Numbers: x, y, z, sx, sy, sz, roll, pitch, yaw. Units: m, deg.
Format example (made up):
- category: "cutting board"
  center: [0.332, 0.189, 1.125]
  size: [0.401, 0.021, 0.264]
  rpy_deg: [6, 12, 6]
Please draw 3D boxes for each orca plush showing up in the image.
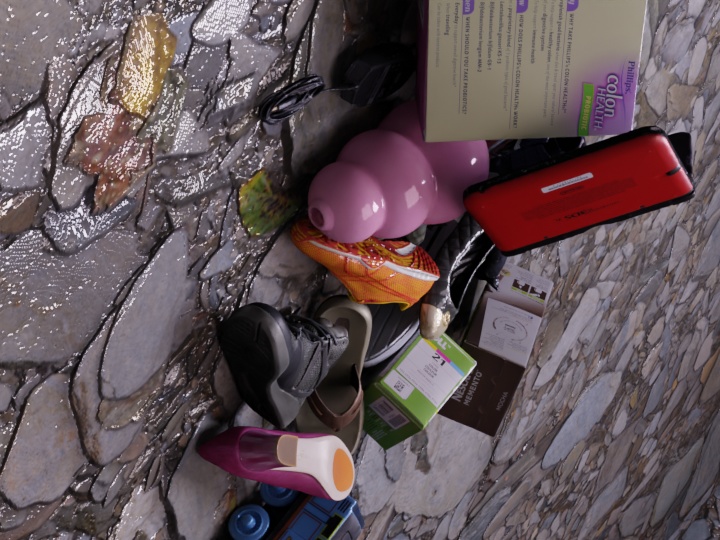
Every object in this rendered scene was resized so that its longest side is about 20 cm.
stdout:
- category: "orca plush"
  center: [0.147, -0.075, 1.793]
  size: [0.105, 0.071, 0.200]
  rpy_deg: [-97, -161, -46]

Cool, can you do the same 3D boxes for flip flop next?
- category: "flip flop"
  center: [-0.026, 0.121, 1.618]
  size: [0.058, 0.081, 0.201]
  rpy_deg: [-98, -164, -60]

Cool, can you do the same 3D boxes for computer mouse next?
- category: "computer mouse"
  center: [-0.023, -0.174, 1.411]
  size: [0.200, 0.034, 0.059]
  rpy_deg: [-22, 153, -45]

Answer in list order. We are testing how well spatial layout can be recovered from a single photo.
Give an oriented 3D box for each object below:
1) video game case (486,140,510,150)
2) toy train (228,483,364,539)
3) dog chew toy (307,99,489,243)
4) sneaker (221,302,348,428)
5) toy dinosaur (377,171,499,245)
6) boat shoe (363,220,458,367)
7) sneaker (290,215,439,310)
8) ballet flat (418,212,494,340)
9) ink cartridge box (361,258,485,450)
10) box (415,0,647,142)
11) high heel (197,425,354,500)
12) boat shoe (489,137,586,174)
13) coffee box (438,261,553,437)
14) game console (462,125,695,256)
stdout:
- category: "video game case"
  center: [0.159, -0.151, 1.633]
  size: [0.143, 0.017, 0.200]
  rpy_deg: [-33, 177, -42]
- category: "toy train"
  center: [-0.089, 0.305, 1.668]
  size: [0.200, 0.114, 0.087]
  rpy_deg: [-50, 151, -21]
- category: "dog chew toy"
  center: [0.031, -0.089, 1.491]
  size: [0.200, 0.124, 0.125]
  rpy_deg: [-27, 139, -35]
- category: "sneaker"
  center: [-0.072, 0.066, 1.508]
  size: [0.114, 0.076, 0.200]
  rpy_deg: [-51, 155, -21]
- category: "toy dinosaur"
  center: [0.057, -0.048, 1.626]
  size: [0.200, 0.048, 0.088]
  rpy_deg: [-34, 157, -4]
- category: "boat shoe"
  center: [0.052, 0.029, 1.691]
  size: [0.200, 0.072, 0.062]
  rpy_deg: [-54, 157, -16]
- category: "sneaker"
  center: [0.000, 0.000, 1.540]
  size: [0.200, 0.073, 0.077]
  rpy_deg: [23, 116, -44]
- category: "ballet flat"
  center: [0.116, -0.011, 1.649]
  size: [0.200, 0.057, 0.067]
  rpy_deg: [-61, 155, -22]
- category: "ink cartridge box"
  center: [0.082, 0.095, 1.734]
  size: [0.200, 0.076, 0.148]
  rpy_deg: [-48, -179, -22]
- category: "box"
  center: [0.153, -0.220, 1.417]
  size: [0.097, 0.199, 0.177]
  rpy_deg: [-95, -177, -54]
- category: "high heel"
  center: [-0.081, 0.201, 1.595]
  size: [0.200, 0.096, 0.068]
  rpy_deg: [23, 67, -61]
- category: "boat shoe"
  center: [0.219, -0.132, 1.681]
  size: [0.093, 0.075, 0.200]
  rpy_deg: [-25, -176, 38]
- category: "coffee box"
  center: [0.162, 0.090, 1.843]
  size: [0.200, 0.080, 0.113]
  rpy_deg: [-61, 174, -57]
- category: "game console"
  center: [0.212, -0.102, 1.490]
  size: [0.172, 0.199, 0.119]
  rpy_deg: [45, 33, -51]
